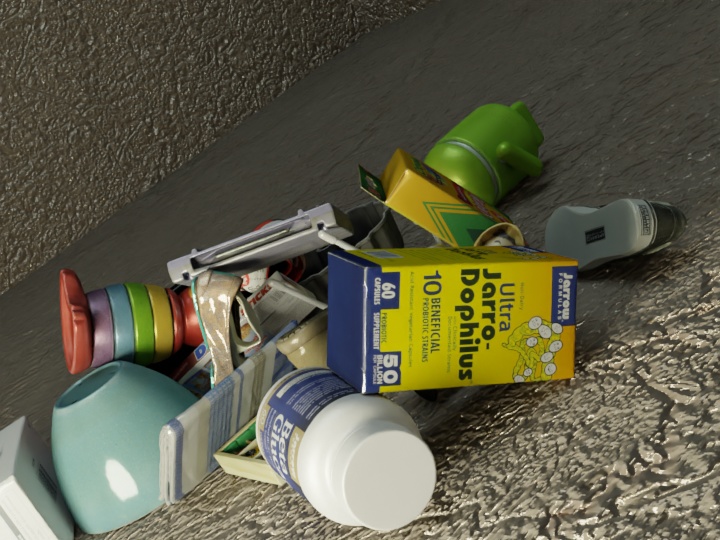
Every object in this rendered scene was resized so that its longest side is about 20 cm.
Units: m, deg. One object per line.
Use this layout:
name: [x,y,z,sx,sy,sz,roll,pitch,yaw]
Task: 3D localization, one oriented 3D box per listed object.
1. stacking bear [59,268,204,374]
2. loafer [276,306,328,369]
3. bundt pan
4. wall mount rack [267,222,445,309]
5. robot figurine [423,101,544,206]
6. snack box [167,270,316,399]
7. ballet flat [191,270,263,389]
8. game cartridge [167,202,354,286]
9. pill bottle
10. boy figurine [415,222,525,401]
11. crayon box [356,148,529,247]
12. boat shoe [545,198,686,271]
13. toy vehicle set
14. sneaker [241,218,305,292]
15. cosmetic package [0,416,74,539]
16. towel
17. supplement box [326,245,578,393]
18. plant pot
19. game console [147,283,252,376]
stacking bear: [-0.258,0.062,1.367,0.199,0.114,0.122,-5,35,-21]
loafer: [-0.018,0.069,1.209,0.076,0.068,0.200,-27,0,36]
bundt pan: [-0.026,-0.006,1.494,0.201,0.076,0.202,-31,17,11]
wall mount rack: [0.000,0.000,1.309,0.173,0.075,0.200,-14,-20,-43]
robot figurine: [0.164,-0.149,1.523,0.200,0.116,0.175,-42,19,-32]
snack box: [-0.145,0.087,1.371,0.200,0.072,0.024,-43,46,12]
ballet flat: [-0.140,0.094,1.255,0.067,0.201,0.068,-5,26,7]
game cartridge: [-0.112,-0.028,1.297,0.199,0.039,0.130,-20,-3,7]
pill bottle: [-0.013,0.153,0.963,0.111,0.111,0.200,-35,17,-15]
boy figurine: [0.108,0.037,1.111,0.124,0.065,0.200,34,70,23]
crayon box: [0.092,-0.076,1.292,0.051,0.200,0.127,-57,12,13]
boat shoe: [0.256,-0.035,1.141,0.063,0.071,0.200,-2,-1,-19]
toy vehicle set: [-0.052,0.148,1.194,0.200,0.027,0.124,-41,19,-30]
sneaker: [-0.108,-0.016,1.456,0.108,0.068,0.201,4,18,28]
cosmetic package: [-0.441,0.297,1.272,0.200,0.123,0.199,-31,17,-5]
towel: [-0.141,0.151,1.195,0.200,0.024,0.147,-41,-24,-35]
supplement box: [0.079,0.039,0.991,0.199,0.109,0.109,-2,9,-19]
plant pot: [-0.277,0.185,1.291,0.200,0.135,0.200,-28,17,9]
game console: [-0.237,0.075,1.528,0.200,0.176,0.116,-38,35,-22]
